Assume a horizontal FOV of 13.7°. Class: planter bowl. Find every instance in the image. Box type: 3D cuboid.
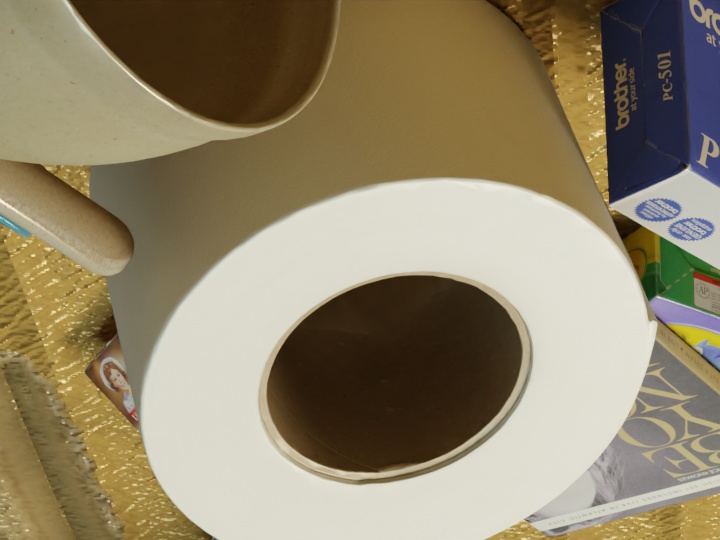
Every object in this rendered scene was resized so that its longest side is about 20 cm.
[{"bbox_3d":[-0.117,-0.119,0.969,0.135,0.200,0.200,-19,145,28],"label":"planter bowl"}]

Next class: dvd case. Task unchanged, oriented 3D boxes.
[{"bbox_3d":[0.096,0.064,1.392,0.149,0.016,0.200,-18,142,32],"label":"dvd case"}]

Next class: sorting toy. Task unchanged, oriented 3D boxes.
[{"bbox_3d":[-0.195,-0.072,1.100,0.200,0.037,0.185,34,179,44],"label":"sorting toy"}]

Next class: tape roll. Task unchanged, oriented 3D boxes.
[{"bbox_3d":[0.000,0.000,1.182,0.202,0.139,0.203,-8,131,-10],"label":"tape roll"}]

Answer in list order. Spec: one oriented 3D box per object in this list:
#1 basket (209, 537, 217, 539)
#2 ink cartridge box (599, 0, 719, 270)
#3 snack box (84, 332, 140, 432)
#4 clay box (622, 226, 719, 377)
[{"bbox_3d":[-0.043,0.180,1.568,0.200,0.139,0.176,4,153,-27],"label":"basket"},{"bbox_3d":[0.178,-0.036,1.225,0.044,0.094,0.200,-25,142,38],"label":"ink cartridge box"},{"bbox_3d":[-0.061,0.025,1.372,0.072,0.024,0.200,46,142,1],"label":"snack box"},{"bbox_3d":[0.126,0.050,1.427,0.115,0.048,0.200,18,145,-26],"label":"clay box"}]
